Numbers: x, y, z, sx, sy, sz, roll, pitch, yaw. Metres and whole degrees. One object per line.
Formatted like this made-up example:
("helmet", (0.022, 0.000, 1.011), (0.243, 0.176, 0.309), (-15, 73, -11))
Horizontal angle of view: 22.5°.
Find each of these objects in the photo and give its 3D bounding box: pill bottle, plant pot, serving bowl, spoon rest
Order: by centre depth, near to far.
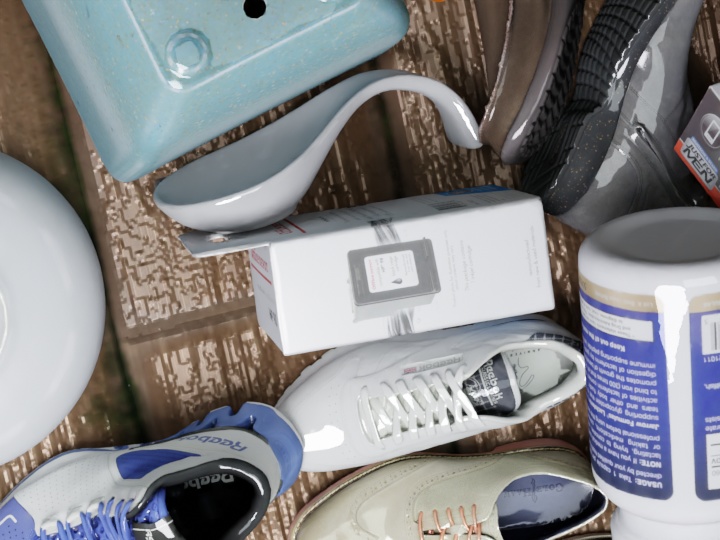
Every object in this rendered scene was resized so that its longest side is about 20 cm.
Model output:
("plant pot", (-0.083, -0.171, 0.981), (0.195, 0.200, 0.197), (-28, 100, -7))
("pill bottle", (0.187, 0.074, 1.038), (0.115, 0.116, 0.201), (-9, 110, -10))
("serving bowl", (-0.244, 0.025, 1.039), (0.199, 0.066, 0.201), (-1, 95, -11))
("spoon rest", (-0.028, -0.073, 1.062), (0.199, 0.099, 0.061), (-19, 109, -19))

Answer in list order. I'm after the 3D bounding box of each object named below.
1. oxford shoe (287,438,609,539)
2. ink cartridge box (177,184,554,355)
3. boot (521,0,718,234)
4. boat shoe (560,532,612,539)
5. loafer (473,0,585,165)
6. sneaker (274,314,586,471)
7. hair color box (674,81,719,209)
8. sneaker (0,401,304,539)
("oxford shoe", (0.054, 0.146, 1.101), (0.199, 0.074, 0.071), (-16, 98, -9))
("ink cartridge box", (0.000, 0.000, 1.056), (0.199, 0.116, 0.067), (-9, 98, -9))
("boot", (0.195, -0.097, 1.117), (0.131, 0.070, 0.201), (28, 95, -20))
("boat shoe", (0.194, 0.212, 1.140), (0.199, 0.063, 0.073), (11, 94, -11))
("loafer", (0.098, -0.161, 1.085), (0.071, 0.073, 0.201), (12, 80, 14))
("sneaker", (0.041, 0.074, 1.090), (0.199, 0.081, 0.077), (-19, 101, -5))
("hair color box", (0.301, -0.079, 1.080), (0.199, 0.064, 0.111), (-20, 63, -27))
("sneaker", (-0.131, 0.142, 1.033), (0.199, 0.115, 0.081), (-23, 99, 7))
